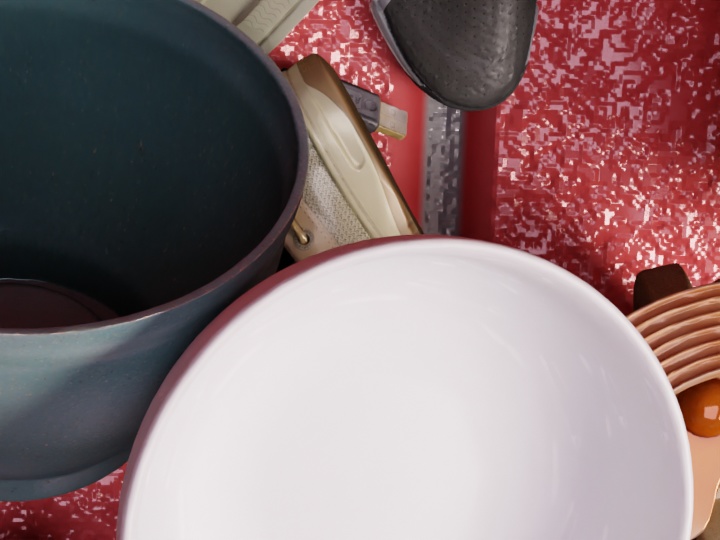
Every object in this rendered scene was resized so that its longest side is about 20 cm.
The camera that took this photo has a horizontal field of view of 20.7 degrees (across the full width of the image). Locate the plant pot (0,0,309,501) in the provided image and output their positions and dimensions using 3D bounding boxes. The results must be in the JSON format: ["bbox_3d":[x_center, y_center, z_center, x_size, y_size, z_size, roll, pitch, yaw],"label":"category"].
[{"bbox_3d":[-0.126,-0.002,0.715,0.200,0.201,0.134,5,133,-7],"label":"plant pot"}]

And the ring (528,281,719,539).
[{"bbox_3d":[0.150,0.100,0.719,0.200,0.019,0.201,-2,72,7],"label":"ring"}]

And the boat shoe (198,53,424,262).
[{"bbox_3d":[0.005,0.014,0.788,0.065,0.072,0.200,-28,100,3],"label":"boat shoe"}]

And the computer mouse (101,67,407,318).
[{"bbox_3d":[0.000,0.000,0.843,0.200,0.046,0.141,24,86,-13],"label":"computer mouse"}]

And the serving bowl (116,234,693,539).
[{"bbox_3d":[0.010,0.081,0.671,0.200,0.066,0.201,-4,103,-17],"label":"serving bowl"}]

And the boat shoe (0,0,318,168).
[{"bbox_3d":[-0.081,-0.094,0.798,0.200,0.068,0.072,-39,115,21],"label":"boat shoe"}]

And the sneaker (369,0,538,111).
[{"bbox_3d":[0.036,-0.152,0.762,0.075,0.116,0.200,-9,106,-3],"label":"sneaker"}]

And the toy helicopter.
[{"bbox_3d":[0.143,0.089,0.795,0.079,0.132,0.200,-9,65,-3],"label":"toy helicopter"}]
